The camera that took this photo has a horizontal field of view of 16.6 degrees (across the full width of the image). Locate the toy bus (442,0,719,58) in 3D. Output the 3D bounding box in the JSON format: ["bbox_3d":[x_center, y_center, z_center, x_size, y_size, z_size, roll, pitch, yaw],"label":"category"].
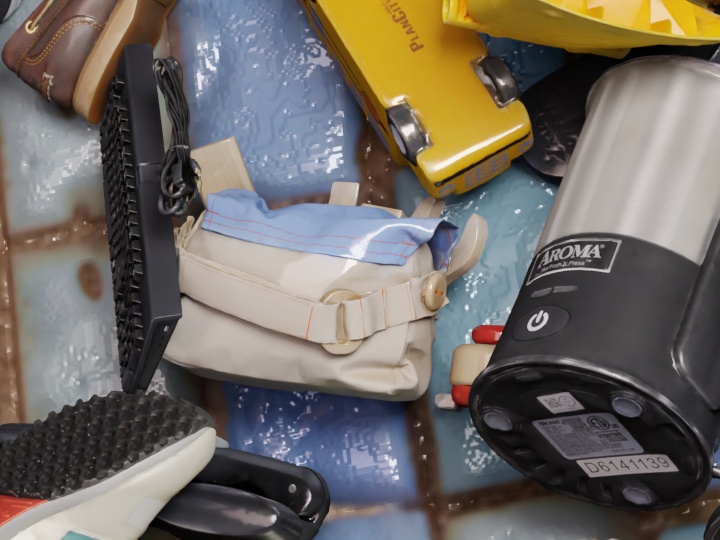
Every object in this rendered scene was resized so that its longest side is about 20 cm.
[{"bbox_3d":[0.107,-0.200,1.193,0.135,0.192,0.201,8,83,-20],"label":"toy bus"}]

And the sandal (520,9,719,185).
[{"bbox_3d":[0.166,-0.116,1.261,0.200,0.043,0.076,-40,69,0],"label":"sandal"}]

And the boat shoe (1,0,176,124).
[{"bbox_3d":[-0.120,-0.179,1.332,0.070,0.070,0.200,33,84,16],"label":"boat shoe"}]

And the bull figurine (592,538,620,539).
[{"bbox_3d":[0.169,0.202,1.151,0.199,0.065,0.122,16,72,16],"label":"bull figurine"}]

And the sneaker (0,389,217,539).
[{"bbox_3d":[-0.151,0.136,1.174,0.199,0.094,0.070,-31,36,-20],"label":"sneaker"}]

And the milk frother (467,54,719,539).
[{"bbox_3d":[0.175,0.034,1.177,0.180,0.200,0.189,5,53,30],"label":"milk frother"}]

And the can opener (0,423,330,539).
[{"bbox_3d":[-0.107,0.107,1.253,0.199,0.079,0.064,11,64,29],"label":"can opener"}]

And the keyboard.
[{"bbox_3d":[-0.109,-0.041,1.236,0.021,0.127,0.201,9,43,-21],"label":"keyboard"}]

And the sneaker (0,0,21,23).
[{"bbox_3d":[-0.239,-0.126,1.322,0.075,0.114,0.201,11,77,16],"label":"sneaker"}]

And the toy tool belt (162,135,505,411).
[{"bbox_3d":[0.000,0.000,1.226,0.199,0.125,0.124,6,84,14],"label":"toy tool belt"}]

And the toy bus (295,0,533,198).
[{"bbox_3d":[0.015,-0.126,1.278,0.065,0.078,0.200,-28,69,-7],"label":"toy bus"}]
